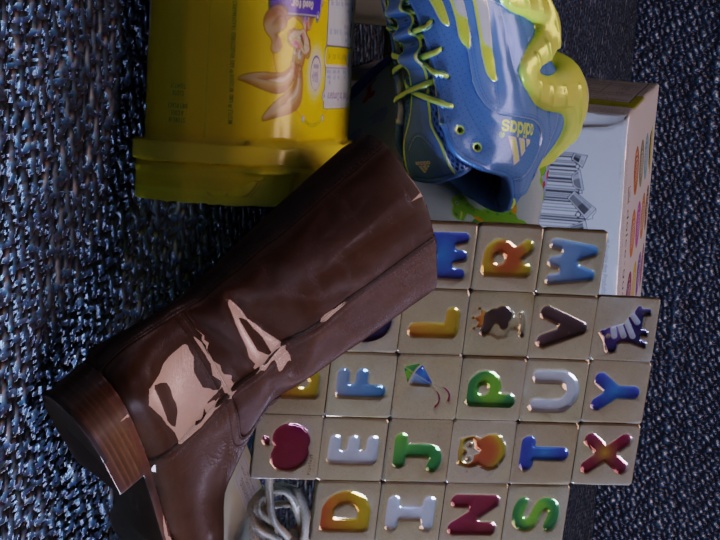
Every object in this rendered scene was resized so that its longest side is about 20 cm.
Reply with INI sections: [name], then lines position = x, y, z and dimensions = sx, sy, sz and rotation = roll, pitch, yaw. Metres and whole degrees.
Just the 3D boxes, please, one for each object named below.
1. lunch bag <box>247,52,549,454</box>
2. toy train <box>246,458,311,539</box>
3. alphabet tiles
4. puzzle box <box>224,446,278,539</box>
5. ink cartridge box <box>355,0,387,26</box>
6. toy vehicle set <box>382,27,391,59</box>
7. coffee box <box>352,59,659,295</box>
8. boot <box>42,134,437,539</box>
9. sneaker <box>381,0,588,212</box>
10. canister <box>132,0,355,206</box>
[lunch bag]
position = 0.000, 0.000, 1.071
dimensions = 0.200, 0.127, 0.171
rotation = -40, -152, 49
[toy train]
position = -0.013, 0.140, 1.056
dimensions = 0.116, 0.084, 0.201
rotation = -59, 152, -47
[alphabet tiles]
position = 0.047, 0.057, 0.962
dimensions = 0.006, 0.199, 0.167
rotation = -127, -138, -68
[puzzle box]
position = -0.081, 0.164, 1.042
dimensions = 0.200, 0.025, 0.134
rotation = 77, 22, -54
[ink cartridge box]
position = 0.023, -0.212, 1.096
dimensions = 0.200, 0.087, 0.146
rotation = -92, -173, -80
[toy vehicle set]
position = 0.067, -0.217, 1.209
dimensions = 0.026, 0.124, 0.201
rotation = -2, 103, -33
[coffee box]
position = 0.080, -0.023, 1.270
dimensions = 0.198, 0.199, 0.201
rotation = -38, 133, -73
[boot]
position = -0.030, 0.053, 0.895
dimensions = 0.200, 0.064, 0.187
rotation = -41, 140, -20
[sneaker]
position = 0.047, -0.106, 0.947
dimensions = 0.200, 0.075, 0.105
rotation = 49, 54, -37
[canister]
position = -0.048, -0.135, 0.926
dimensions = 0.148, 0.086, 0.201
rotation = -20, 114, -76
